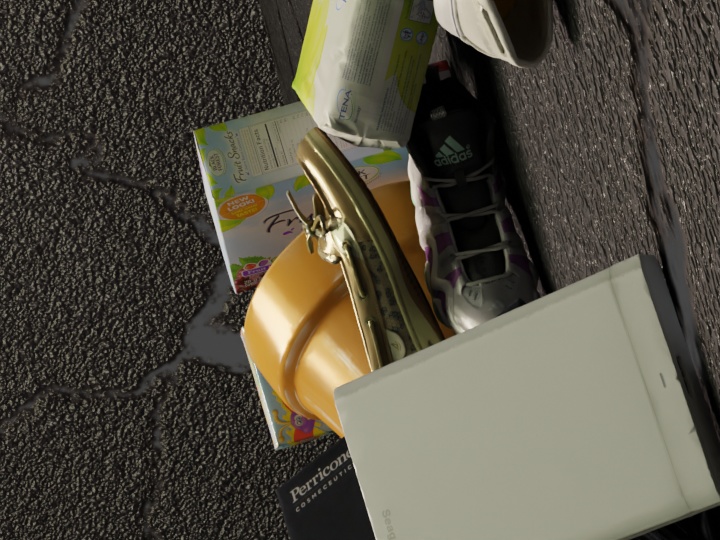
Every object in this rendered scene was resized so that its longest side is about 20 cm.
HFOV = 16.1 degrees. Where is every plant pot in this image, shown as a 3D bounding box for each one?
[{"bbox_3d":[0.043,0.068,1.880,0.184,0.199,0.201,53,165,32],"label":"plant pot"}]

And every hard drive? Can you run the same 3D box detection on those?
[{"bbox_3d":[0.087,0.090,1.334,0.026,0.199,0.133,3,-114,-58],"label":"hard drive"}]

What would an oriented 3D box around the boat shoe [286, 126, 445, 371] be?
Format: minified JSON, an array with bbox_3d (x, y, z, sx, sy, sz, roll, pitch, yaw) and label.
[{"bbox_3d":[0.000,0.000,1.728,0.201,0.062,0.073,63,-177,-9],"label":"boat shoe"}]

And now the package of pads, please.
[{"bbox_3d":[0.005,-0.173,1.755,0.200,0.068,0.156,-122,45,-76],"label":"package of pads"}]

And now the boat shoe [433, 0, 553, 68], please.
[{"bbox_3d":[0.073,-0.183,1.323,0.070,0.071,0.201,38,152,31],"label":"boat shoe"}]

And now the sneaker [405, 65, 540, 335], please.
[{"bbox_3d":[0.067,-0.053,1.725,0.140,0.077,0.201,78,174,-50],"label":"sneaker"}]

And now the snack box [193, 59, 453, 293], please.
[{"bbox_3d":[-0.017,-0.069,1.932,0.169,0.198,0.068,84,168,-65],"label":"snack box"}]

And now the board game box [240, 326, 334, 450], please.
[{"bbox_3d":[0.011,0.068,2.077,0.103,0.198,0.106,120,132,-84],"label":"board game box"}]

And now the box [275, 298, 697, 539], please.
[{"bbox_3d":[0.076,0.162,1.447,0.117,0.196,0.201,39,-160,-39],"label":"box"}]
